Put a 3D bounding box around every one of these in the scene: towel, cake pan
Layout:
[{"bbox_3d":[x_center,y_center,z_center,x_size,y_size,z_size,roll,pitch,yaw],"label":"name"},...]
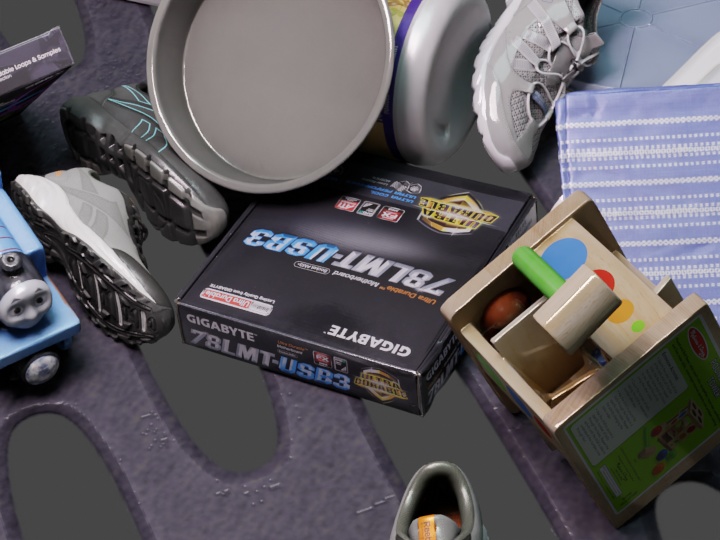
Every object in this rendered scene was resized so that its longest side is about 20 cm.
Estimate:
[{"bbox_3d":[0.212,-0.032,1.630,0.144,0.024,0.201,-4,79,5],"label":"towel"},{"bbox_3d":[-0.062,-0.155,1.723,0.199,0.202,0.037,14,1,22],"label":"cake pan"}]

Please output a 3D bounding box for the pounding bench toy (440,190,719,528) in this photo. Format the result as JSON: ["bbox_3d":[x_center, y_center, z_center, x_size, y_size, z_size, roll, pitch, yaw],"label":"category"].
[{"bbox_3d":[0.135,0.031,1.494,0.124,0.200,0.156,-39,47,-3],"label":"pounding bench toy"}]

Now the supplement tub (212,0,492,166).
[{"bbox_3d":[-0.014,-0.169,1.804,0.199,0.146,0.146,14,45,22],"label":"supplement tub"}]

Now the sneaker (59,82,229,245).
[{"bbox_3d":[-0.151,-0.091,1.788,0.079,0.076,0.200,-27,45,-25],"label":"sneaker"}]

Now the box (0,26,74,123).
[{"bbox_3d":[-0.306,-0.124,1.784,0.142,0.036,0.200,-26,1,-21],"label":"box"}]

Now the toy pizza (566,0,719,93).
[{"bbox_3d":[0.221,-0.190,1.883,0.199,0.032,0.201,-3,41,3],"label":"toy pizza"}]

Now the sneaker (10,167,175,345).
[{"bbox_3d":[-0.184,-0.020,1.715,0.079,0.074,0.200,-21,43,-24],"label":"sneaker"}]

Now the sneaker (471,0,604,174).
[{"bbox_3d":[0.143,-0.168,1.789,0.082,0.075,0.201,3,66,32],"label":"sneaker"}]

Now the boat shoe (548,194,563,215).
[{"bbox_3d":[0.219,-0.067,1.722,0.069,0.072,0.200,44,49,14],"label":"boat shoe"}]

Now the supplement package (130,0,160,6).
[{"bbox_3d":[-0.154,-0.345,2.017,0.150,0.152,0.200,14,45,23],"label":"supplement package"}]

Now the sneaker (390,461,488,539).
[{"bbox_3d":[0.040,0.202,1.417,0.073,0.080,0.201,-1,43,4],"label":"sneaker"}]

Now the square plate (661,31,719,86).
[{"bbox_3d":[0.283,-0.068,1.685,0.200,0.029,0.198,40,57,14],"label":"square plate"}]

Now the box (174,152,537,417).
[{"bbox_3d":[0.000,0.000,1.686,0.199,0.050,0.199,15,45,24],"label":"box"}]

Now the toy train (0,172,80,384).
[{"bbox_3d":[-0.271,-0.010,1.665,0.086,0.115,0.200,-25,56,-20],"label":"toy train"}]
